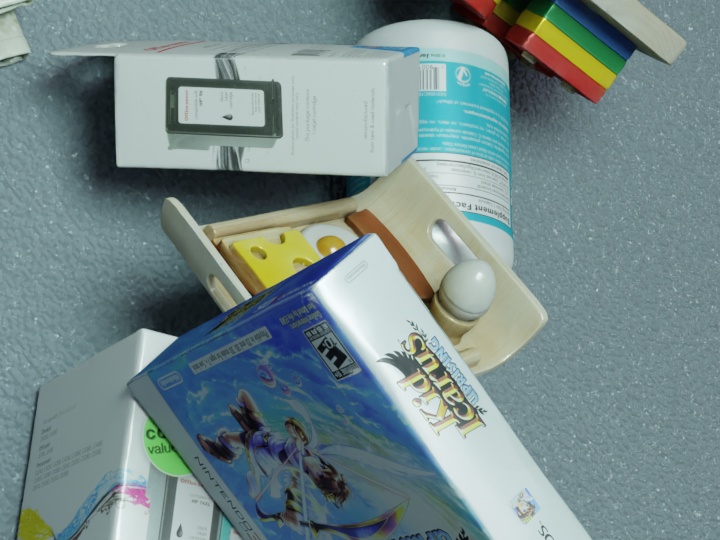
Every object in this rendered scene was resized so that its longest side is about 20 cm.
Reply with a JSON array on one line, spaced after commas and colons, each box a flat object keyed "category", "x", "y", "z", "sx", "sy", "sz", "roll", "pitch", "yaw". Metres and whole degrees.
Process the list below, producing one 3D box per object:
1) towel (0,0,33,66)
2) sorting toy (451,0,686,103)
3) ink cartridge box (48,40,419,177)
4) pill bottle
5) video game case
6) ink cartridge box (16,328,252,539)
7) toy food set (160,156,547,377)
[{"category": "towel", "x": -0.292, "y": -0.190, "z": 0.875, "sx": 0.192, "sy": 0.034, "sz": 0.201, "roll": -24, "pitch": 94, "yaw": -40}, {"category": "sorting toy", "x": 0.091, "y": -0.199, "z": 1.054, "sx": 0.198, "sy": 0.200, "sz": 0.070, "roll": 33, "pitch": 98, "yaw": -24}, {"category": "ink cartridge box", "x": -0.071, "y": -0.098, "z": 0.919, "sx": 0.116, "sy": 0.198, "sz": 0.069, "roll": -44, "pitch": 136, "yaw": -74}, {"category": "pill bottle", "x": 0.044, "y": -0.053, "z": 1.017, "sx": 0.110, "sy": 0.111, "sz": 0.202, "roll": 11, "pitch": 71, "yaw": -30}, {"category": "video game case", "x": -0.003, "y": 0.092, "z": 0.707, "sx": 0.045, "sy": 0.200, "sz": 0.182, "roll": -41, "pitch": 98, "yaw": -32}, {"category": "ink cartridge box", "x": -0.096, "y": 0.157, "z": 0.839, "sx": 0.146, "sy": 0.146, "sz": 0.202, "roll": 16, "pitch": 66, "yaw": -28}, {"category": "toy food set", "x": 0.000, "y": 0.000, "z": 0.863, "sx": 0.199, "sy": 0.061, "sz": 0.144, "roll": -13, "pitch": 56, "yaw": -47}]
